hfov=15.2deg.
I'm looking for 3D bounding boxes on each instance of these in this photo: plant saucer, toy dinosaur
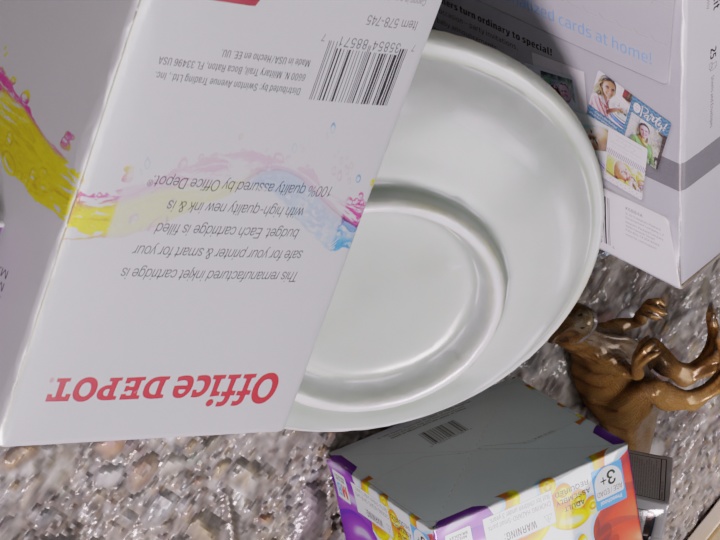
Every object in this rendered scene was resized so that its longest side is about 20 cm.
[{"bbox_3d":[0.000,0.000,1.040,0.198,0.050,0.201,-5,130,-5],"label":"plant saucer"},{"bbox_3d":[0.135,0.062,1.341,0.105,0.061,0.201,-18,138,4],"label":"toy dinosaur"}]

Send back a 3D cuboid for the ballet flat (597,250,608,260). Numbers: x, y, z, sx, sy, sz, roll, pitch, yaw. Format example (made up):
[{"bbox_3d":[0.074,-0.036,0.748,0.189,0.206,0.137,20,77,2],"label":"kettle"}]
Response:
[{"bbox_3d":[0.068,-0.010,1.191,0.199,0.074,0.075,-24,132,-34],"label":"ballet flat"}]

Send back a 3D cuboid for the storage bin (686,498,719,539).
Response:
[{"bbox_3d":[0.267,0.191,1.546,0.200,0.093,0.199,-50,144,-12],"label":"storage bin"}]

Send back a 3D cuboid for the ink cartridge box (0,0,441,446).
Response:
[{"bbox_3d":[-0.085,-0.061,0.901,0.145,0.144,0.201,2,112,-52],"label":"ink cartridge box"}]

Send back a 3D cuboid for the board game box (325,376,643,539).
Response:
[{"bbox_3d":[0.069,0.170,1.224,0.104,0.103,0.201,-21,114,-22],"label":"board game box"}]

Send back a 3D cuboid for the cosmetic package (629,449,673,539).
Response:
[{"bbox_3d":[0.094,0.181,1.334,0.051,0.082,0.201,-70,170,-63],"label":"cosmetic package"}]

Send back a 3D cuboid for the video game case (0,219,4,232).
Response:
[{"bbox_3d":[-0.201,0.068,0.779,0.181,0.036,0.201,6,104,-54],"label":"video game case"}]

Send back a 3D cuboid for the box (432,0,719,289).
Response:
[{"bbox_3d":[0.076,-0.109,1.049,0.041,0.155,0.201,-37,139,-32],"label":"box"}]
